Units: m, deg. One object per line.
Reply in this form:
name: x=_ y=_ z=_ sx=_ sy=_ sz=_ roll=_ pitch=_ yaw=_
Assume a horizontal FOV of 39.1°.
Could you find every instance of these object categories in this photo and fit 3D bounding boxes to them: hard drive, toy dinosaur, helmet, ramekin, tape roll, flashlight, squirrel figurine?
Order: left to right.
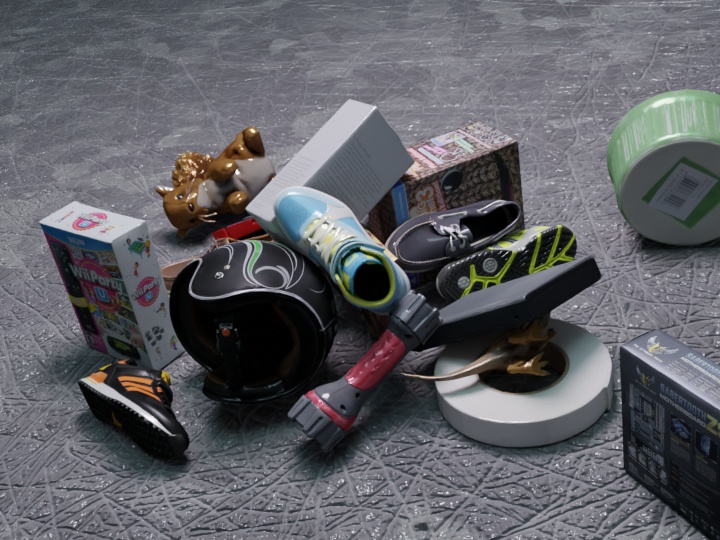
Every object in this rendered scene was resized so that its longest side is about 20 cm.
squirrel figurine: x=-0.238 y=-0.131 z=1.648 sx=0.187 sy=0.142 sz=0.200 roll=-34 pitch=22 yaw=-17
helmet: x=-0.129 y=0.055 z=1.220 sx=0.200 sy=0.200 sz=0.191 roll=-14 pitch=22 yaw=-5
flashlight: x=0.007 y=0.108 z=1.127 sx=0.200 sy=0.068 sz=0.068 roll=-48 pitch=22 yaw=-8
hard drive: x=0.162 y=0.041 z=1.181 sx=0.139 sy=0.033 sz=0.200 roll=-26 pitch=3 yaw=-41
toy dinosaur: x=0.158 y=0.096 z=1.131 sx=0.200 sy=0.061 sz=0.106 roll=-25 pitch=4 yaw=-29
tape roll: x=0.185 y=0.122 z=1.152 sx=0.202 sy=0.037 sz=0.203 roll=-8 pitch=30 yaw=5
ramekin: x=0.429 y=-0.128 z=1.344 sx=0.200 sy=0.200 sz=0.098 roll=-2 pitch=39 yaw=15

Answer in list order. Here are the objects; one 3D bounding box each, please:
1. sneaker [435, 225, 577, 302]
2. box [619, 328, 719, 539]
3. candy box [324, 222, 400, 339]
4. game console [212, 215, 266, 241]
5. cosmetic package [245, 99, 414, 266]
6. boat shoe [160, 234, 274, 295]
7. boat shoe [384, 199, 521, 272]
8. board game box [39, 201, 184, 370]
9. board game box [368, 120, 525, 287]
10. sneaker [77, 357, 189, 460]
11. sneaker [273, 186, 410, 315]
sneaker: x=0.188 y=-0.005 z=1.347 sx=0.200 sy=0.076 sz=0.076 roll=-18 pitch=10 yaw=-17
box: x=0.320 y=0.164 z=0.920 sx=0.051 sy=0.158 sz=0.200 roll=-24 pitch=32 yaw=-20
candy box: x=0.000 y=0.000 z=1.331 sx=0.056 sy=0.117 sz=0.200 roll=-27 pitch=33 yaw=-13
game console: x=-0.107 y=-0.079 z=1.473 sx=0.177 sy=0.031 sz=0.200 roll=-23 pitch=-1 yaw=16
cosmetic package: x=-0.037 y=-0.110 z=1.289 sx=0.200 sy=0.101 sz=0.071 roll=-47 pitch=36 yaw=-11
boat shoe: x=-0.181 y=-0.015 z=1.381 sx=0.200 sy=0.068 sz=0.072 roll=-10 pitch=31 yaw=2
boat shoe: x=0.123 y=-0.052 z=1.321 sx=0.200 sy=0.073 sz=0.063 roll=-19 pitch=-4 yaw=-26
board game box: x=-0.320 y=0.021 z=1.318 sx=0.147 sy=0.200 sz=0.064 roll=14 pitch=39 yaw=36
board game box: x=0.117 y=-0.093 z=1.412 sx=0.200 sy=0.160 sz=0.097 roll=-23 pitch=33 yaw=-18
sneaker: x=-0.252 y=0.152 z=1.206 sx=0.200 sy=0.070 sz=0.090 roll=19 pitch=44 yaw=43
sneaker: x=-0.025 y=-0.030 z=1.154 sx=0.080 sy=0.200 sz=0.131 roll=-50 pitch=-6 yaw=2
